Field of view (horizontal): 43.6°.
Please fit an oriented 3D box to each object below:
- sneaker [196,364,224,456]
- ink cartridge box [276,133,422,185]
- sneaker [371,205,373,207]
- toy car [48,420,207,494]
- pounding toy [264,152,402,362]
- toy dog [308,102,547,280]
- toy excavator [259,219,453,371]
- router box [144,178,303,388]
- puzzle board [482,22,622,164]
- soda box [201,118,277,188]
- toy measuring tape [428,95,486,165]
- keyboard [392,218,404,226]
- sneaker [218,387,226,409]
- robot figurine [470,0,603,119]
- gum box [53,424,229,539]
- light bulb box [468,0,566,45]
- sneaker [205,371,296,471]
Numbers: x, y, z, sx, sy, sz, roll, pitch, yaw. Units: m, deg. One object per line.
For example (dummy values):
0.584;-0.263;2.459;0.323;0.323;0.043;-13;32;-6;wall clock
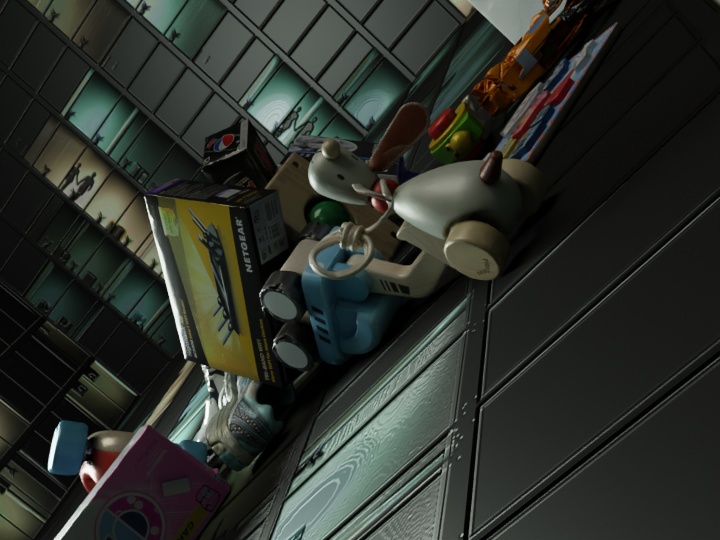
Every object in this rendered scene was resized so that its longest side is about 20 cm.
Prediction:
-0.202;0.136;1.218;0.202;0.128;0.079;-61;11;-7;sneaker
0.004;-0.125;1.131;0.199;0.195;0.044;-78;-4;-71;ink cartridge box
-0.001;-0.076;1.261;0.200;0.075;0.082;70;-136;-79;sneaker
-0.305;0.304;1.120;0.177;0.181;0.204;150;131;-65;toy car
-0.033;-0.029;1.010;0.201;0.183;0.143;-53;4;44;pounding toy
0.046;-0.070;0.699;0.097;0.195;0.134;79;-165;-51;toy dog
0.011;0.012;0.840;0.100;0.196;0.197;-57;-32;-41;toy excavator
-0.139;0.011;0.952;0.155;0.204;0.052;9;29;38;router box
0.179;-0.159;0.932;0.201;0.017;0.150;-54;9;-24;puzzle board
-0.119;-0.080;1.108;0.062;0.201;0.072;-21;40;12;soda box
0.120;-0.173;1.127;0.074;0.073;0.201;-46;9;19;toy measuring tape
0.000;0.000;1.175;0.201;0.040;0.104;-50;32;-8;keyboard
-0.108;0.099;1.164;0.099;0.070;0.202;-32;26;58;sneaker
0.218;-0.276;1.066;0.201;0.058;0.145;-51;3;-6;robot figurine
-0.238;0.269;0.944;0.201;0.113;0.066;-54;10;-21;gum box
0.287;-0.476;1.356;0.198;0.124;0.201;-41;13;45;light bulb box
-0.104;0.140;1.003;0.086;0.078;0.201;-34;20;16;sneaker
